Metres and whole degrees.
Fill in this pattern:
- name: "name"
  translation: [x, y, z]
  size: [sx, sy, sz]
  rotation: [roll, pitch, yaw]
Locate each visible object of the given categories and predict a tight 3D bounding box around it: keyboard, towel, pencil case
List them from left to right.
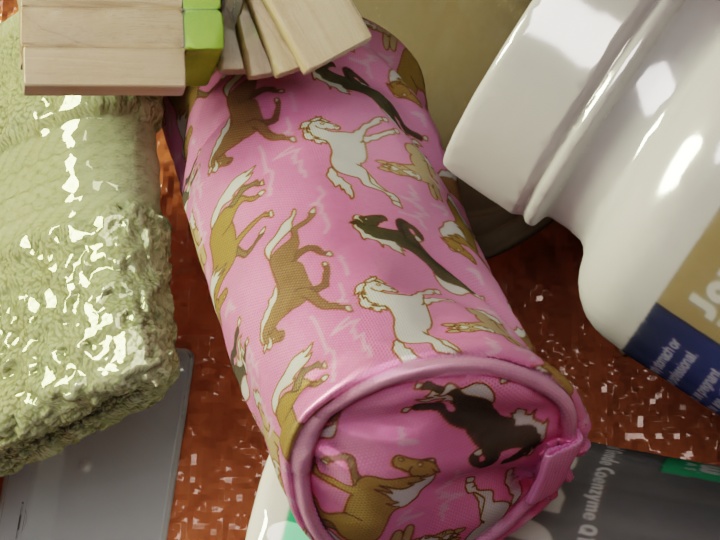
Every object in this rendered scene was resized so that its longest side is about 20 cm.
- name: "towel"
  translation: [-0.133, 0.001, 0.932]
  size: [0.200, 0.036, 0.149]
  rotation: [-22, 64, 37]
- name: "keyboard"
  translation: [-0.095, 0.117, 0.949]
  size: [0.056, 0.011, 0.200]
  rotation: [7, 70, 3]
- name: "pencil case"
  translation: [0.000, 0.000, 0.855]
  size: [0.083, 0.087, 0.200]
  rotation: [-31, 37, 6]

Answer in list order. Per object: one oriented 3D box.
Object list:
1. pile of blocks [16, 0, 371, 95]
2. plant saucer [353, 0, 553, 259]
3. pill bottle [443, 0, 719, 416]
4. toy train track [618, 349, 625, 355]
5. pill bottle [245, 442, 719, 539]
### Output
- name: "pile of blocks"
  translation: [-0.014, -0.099, 0.876]
  size: [0.200, 0.062, 0.082]
  rotation: [-26, 85, -11]
- name: "plant saucer"
  translation: [0.027, -0.100, 0.950]
  size: [0.200, 0.029, 0.200]
  rotation: [-1, 89, 44]
- name: "pill bottle"
  translation: [0.129, -0.011, 0.823]
  size: [0.200, 0.120, 0.120]
  rotation: [33, 76, 5]
- name: "toy train track"
  translation: [0.129, 0.027, 0.914]
  size: [0.200, 0.115, 0.033]
  rotation: [54, 39, 6]
- name: "pill bottle"
  translation: [0.069, 0.108, 0.876]
  size: [0.200, 0.113, 0.113]
  rotation: [10, 71, 10]
